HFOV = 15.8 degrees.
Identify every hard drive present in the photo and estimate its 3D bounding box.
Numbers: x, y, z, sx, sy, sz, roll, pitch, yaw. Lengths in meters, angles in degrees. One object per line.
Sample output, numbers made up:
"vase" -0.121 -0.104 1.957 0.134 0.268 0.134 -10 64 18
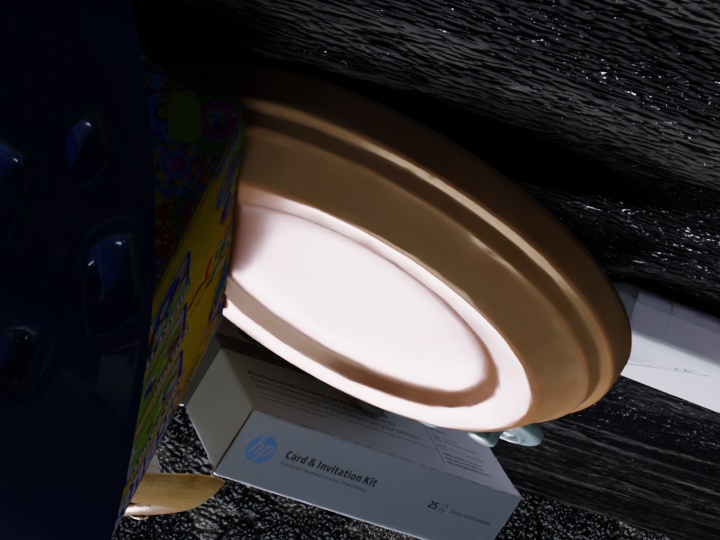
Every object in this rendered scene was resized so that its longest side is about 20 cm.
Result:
"hard drive" 0.166 0.045 1.199 0.200 0.027 0.132 21 172 -28

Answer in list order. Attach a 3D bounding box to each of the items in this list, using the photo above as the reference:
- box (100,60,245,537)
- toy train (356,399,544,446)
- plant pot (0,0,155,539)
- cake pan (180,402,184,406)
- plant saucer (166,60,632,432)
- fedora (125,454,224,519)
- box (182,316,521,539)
"box" -0.156 -0.007 0.883 0.200 0.122 0.193 23 159 4
"toy train" 0.020 0.014 1.110 0.114 0.085 0.200 33 169 -25
"plant pot" -0.159 -0.049 0.565 0.200 0.180 0.200 12 173 39
"cake pan" -0.085 0.047 1.371 0.200 0.037 0.200 11 -179 0
"plant saucer" 0.000 0.000 0.929 0.200 0.037 0.200 25 158 11
"fedora" -0.163 0.072 1.228 0.200 0.082 0.201 2 171 0
"box" -0.027 0.044 1.234 0.156 0.041 0.200 21 -159 -32
